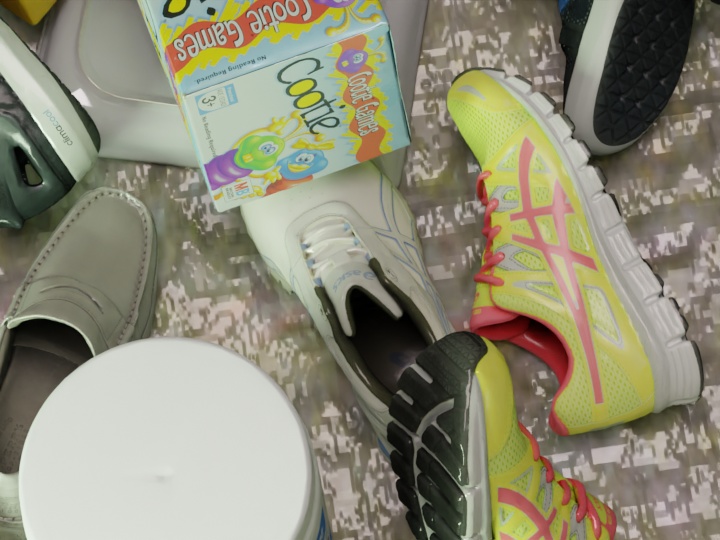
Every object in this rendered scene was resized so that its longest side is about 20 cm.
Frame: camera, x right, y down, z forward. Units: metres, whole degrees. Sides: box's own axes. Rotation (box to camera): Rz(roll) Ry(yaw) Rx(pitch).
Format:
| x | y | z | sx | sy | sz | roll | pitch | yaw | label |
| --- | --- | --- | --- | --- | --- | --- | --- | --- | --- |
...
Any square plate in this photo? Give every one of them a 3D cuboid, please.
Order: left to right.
| x | y | z | sx | sy | sz | roll | pitch | yaw | label |
| --- | --- | --- | --- | --- | --- | --- | --- | --- | --- |
| -0.064 | -0.146 | 1.522 | 0.199 | 0.028 | 0.199 | 8 | 71 | 5 | square plate |

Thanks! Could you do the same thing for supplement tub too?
| x | y | z | sx | sy | sz | roll | pitch | yaw | label |
| --- | --- | --- | --- | --- | --- | --- | --- | --- | --- |
| -0.078 | 0.122 | 1.333 | 0.131 | 0.200 | 0.133 | -1 | 70 | 2 | supplement tub |

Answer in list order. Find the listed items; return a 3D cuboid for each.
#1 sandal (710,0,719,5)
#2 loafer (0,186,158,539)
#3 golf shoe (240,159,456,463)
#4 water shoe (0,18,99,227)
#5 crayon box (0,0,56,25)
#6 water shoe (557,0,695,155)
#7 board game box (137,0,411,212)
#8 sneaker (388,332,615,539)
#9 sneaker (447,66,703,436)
| x | y | z | sx | sy | sz | roll | pitch | yaw | label |
| --- | --- | --- | --- | --- | --- | --- | --- | --- | --- |
| 0.211 | -0.148 | 1.455 | 0.200 | 0.075 | 0.045 | 29 | 74 | -22 | sandal |
| -0.141 | 0.037 | 1.421 | 0.070 | 0.070 | 0.201 | 15 | 56 | -1 | loafer |
| 0.000 | 0.000 | 1.423 | 0.078 | 0.097 | 0.200 | -33 | 74 | -1 | golf shoe |
| -0.218 | -0.108 | 1.456 | 0.079 | 0.072 | 0.200 | -44 | 83 | -8 | water shoe |
| -0.212 | -0.203 | 1.481 | 0.200 | 0.127 | 0.051 | 34 | 75 | 25 | crayon box |
| 0.126 | -0.154 | 1.505 | 0.079 | 0.071 | 0.201 | 5 | 75 | 40 | water shoe |
| -0.060 | -0.149 | 1.433 | 0.103 | 0.105 | 0.201 | -20 | 58 | -4 | board game box |
| 0.071 | 0.110 | 1.352 | 0.090 | 0.201 | 0.078 | -19 | 33 | -16 | sneaker |
| 0.085 | -0.008 | 1.439 | 0.090 | 0.078 | 0.200 | -28 | 72 | -5 | sneaker |
